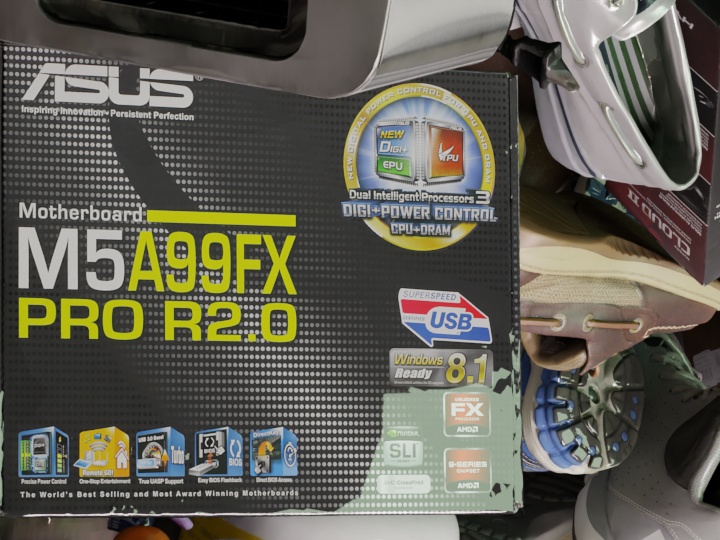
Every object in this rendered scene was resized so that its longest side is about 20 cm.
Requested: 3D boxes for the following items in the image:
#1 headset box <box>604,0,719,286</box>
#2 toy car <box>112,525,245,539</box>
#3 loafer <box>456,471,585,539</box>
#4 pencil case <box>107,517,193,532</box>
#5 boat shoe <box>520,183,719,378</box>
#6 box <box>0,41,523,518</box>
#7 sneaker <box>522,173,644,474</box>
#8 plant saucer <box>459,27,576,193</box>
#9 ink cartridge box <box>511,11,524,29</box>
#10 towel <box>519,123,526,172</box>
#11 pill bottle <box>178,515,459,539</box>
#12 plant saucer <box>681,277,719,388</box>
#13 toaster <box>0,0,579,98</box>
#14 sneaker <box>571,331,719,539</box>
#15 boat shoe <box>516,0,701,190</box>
[{"bbox_3d":[0.186,-0.097,1.194,0.148,0.077,0.200,-32,150,-17],"label":"headset box"},{"bbox_3d":[-0.102,0.177,0.966,0.200,0.149,0.175,-56,-170,20],"label":"toy car"},{"bbox_3d":[0.078,0.138,1.366,0.200,0.075,0.070,-23,129,-47],"label":"loafer"},{"bbox_3d":[-0.069,-0.006,1.014,0.084,0.085,0.201,36,69,-54],"label":"pencil case"},{"bbox_3d":[0.095,0.010,1.240,0.200,0.072,0.072,10,114,-56],"label":"boat shoe"},{"bbox_3d":[-0.040,0.007,0.961,0.199,0.044,0.161,2,85,-23],"label":"box"},{"bbox_3d":[0.098,0.015,1.342,0.077,0.085,0.201,44,48,-27],"label":"sneaker"},{"bbox_3d":[0.076,-0.126,1.279,0.200,0.034,0.201,-31,127,-53],"label":"plant saucer"},{"bbox_3d":[0.025,-0.193,1.078,0.145,0.083,0.201,-20,120,-42],"label":"ink cartridge box"},{"bbox_3d":[0.000,0.000,1.167,0.200,0.023,0.144,-4,118,-57],"label":"towel"},{"bbox_3d":[-0.024,0.133,1.104,0.111,0.111,0.201,-1,110,-61],"label":"pill bottle"},{"bbox_3d":[0.181,0.022,1.415,0.029,0.200,0.201,-9,115,-17],"label":"plant saucer"},{"bbox_3d":[-0.030,-0.155,0.905,0.119,0.199,0.182,-27,125,-60],"label":"toaster"},{"bbox_3d":[0.168,0.064,1.338,0.075,0.115,0.201,34,41,-29],"label":"sneaker"},{"bbox_3d":[0.096,-0.116,1.074,0.074,0.067,0.201,-48,137,-24],"label":"boat shoe"}]
